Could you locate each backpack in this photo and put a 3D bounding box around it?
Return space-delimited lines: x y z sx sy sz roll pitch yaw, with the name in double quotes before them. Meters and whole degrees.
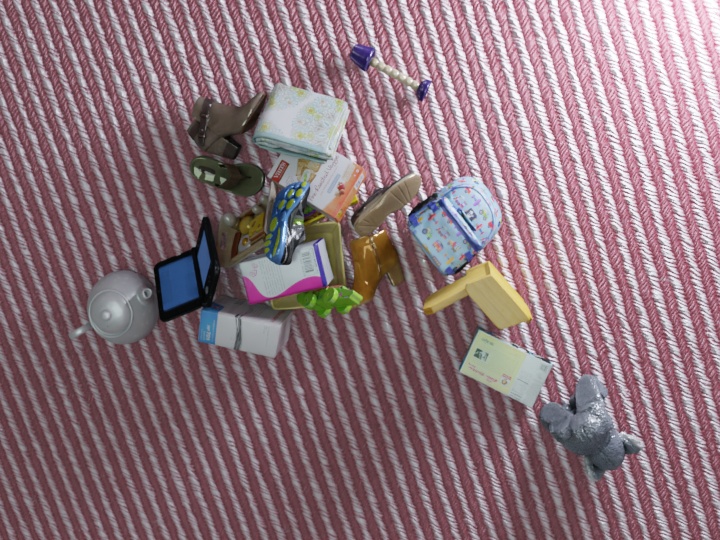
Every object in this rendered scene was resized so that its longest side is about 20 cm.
"backpack" 0.225 -0.109 1.668 0.198 0.135 0.185 -34 94 10

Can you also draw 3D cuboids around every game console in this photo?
"game console" -0.417 -0.006 1.733 0.113 0.202 0.178 3 132 -26

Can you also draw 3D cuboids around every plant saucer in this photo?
"plant saucer" -0.131 -0.014 1.780 0.194 0.048 0.206 -4 99 10

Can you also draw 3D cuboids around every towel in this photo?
"towel" -0.134 -0.340 1.683 0.195 0.049 0.174 16 59 5

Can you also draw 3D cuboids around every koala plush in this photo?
"koala plush" 0.547 0.391 1.692 0.176 0.184 0.201 -39 104 13

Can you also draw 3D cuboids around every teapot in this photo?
"teapot" -0.613 0.102 1.823 0.192 0.146 0.205 19 103 5

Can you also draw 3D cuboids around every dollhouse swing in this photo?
"dollhouse swing" 0.265 0.087 1.657 0.175 0.200 0.182 -43 92 12

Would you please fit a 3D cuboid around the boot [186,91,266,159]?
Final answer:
"boot" -0.329 -0.371 1.741 0.144 0.070 0.203 33 102 4

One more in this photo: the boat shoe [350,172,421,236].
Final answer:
"boat shoe" 0.056 -0.167 1.716 0.199 0.065 0.072 -42 136 2

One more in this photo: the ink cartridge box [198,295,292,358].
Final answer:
"ink cartridge box" -0.279 0.134 1.776 0.194 0.147 0.088 12 103 6

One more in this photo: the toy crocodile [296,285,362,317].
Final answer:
"toy crocodile" -0.074 0.065 1.689 0.197 0.067 0.063 -12 55 46

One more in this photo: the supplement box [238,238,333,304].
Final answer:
"supplement box" -0.174 0.001 1.713 0.194 0.103 0.104 -13 98 9

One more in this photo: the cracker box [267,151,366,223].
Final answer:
"cracker box" -0.102 -0.222 1.701 0.197 0.058 0.136 31 85 14

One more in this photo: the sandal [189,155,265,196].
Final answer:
"sandal" -0.328 -0.228 1.769 0.195 0.057 0.082 11 101 7

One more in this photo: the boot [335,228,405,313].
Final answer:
"boot" 0.001 0.000 1.737 0.198 0.071 0.147 -29 94 -10

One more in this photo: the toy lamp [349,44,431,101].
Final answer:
"toy lamp" 0.067 -0.460 1.671 0.196 0.058 0.059 27 102 3

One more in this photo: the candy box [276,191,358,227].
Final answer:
"candy box" -0.111 -0.169 1.735 0.196 0.026 0.104 -25 74 4

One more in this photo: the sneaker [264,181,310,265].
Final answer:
"sneaker" -0.159 -0.107 1.637 0.069 0.082 0.205 6 73 32

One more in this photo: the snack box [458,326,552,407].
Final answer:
"snack box" 0.349 0.233 1.752 0.196 0.037 0.119 26 102 4

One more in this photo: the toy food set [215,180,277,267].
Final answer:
"toy food set" -0.272 -0.109 1.711 0.060 0.147 0.198 30 137 -35
